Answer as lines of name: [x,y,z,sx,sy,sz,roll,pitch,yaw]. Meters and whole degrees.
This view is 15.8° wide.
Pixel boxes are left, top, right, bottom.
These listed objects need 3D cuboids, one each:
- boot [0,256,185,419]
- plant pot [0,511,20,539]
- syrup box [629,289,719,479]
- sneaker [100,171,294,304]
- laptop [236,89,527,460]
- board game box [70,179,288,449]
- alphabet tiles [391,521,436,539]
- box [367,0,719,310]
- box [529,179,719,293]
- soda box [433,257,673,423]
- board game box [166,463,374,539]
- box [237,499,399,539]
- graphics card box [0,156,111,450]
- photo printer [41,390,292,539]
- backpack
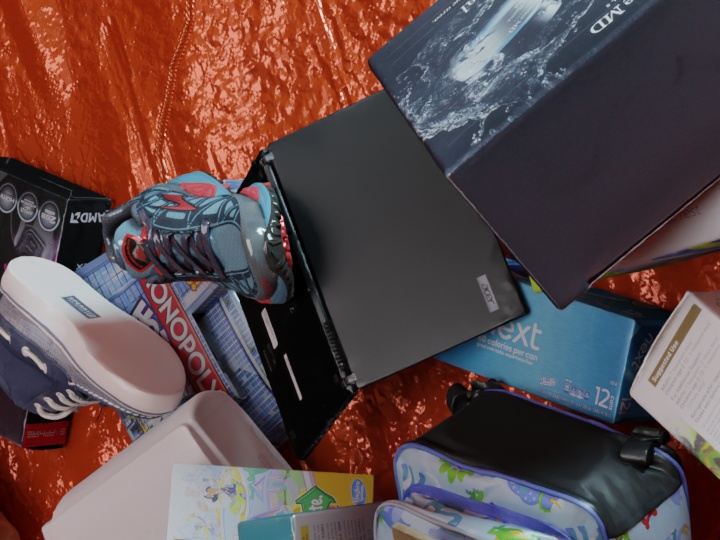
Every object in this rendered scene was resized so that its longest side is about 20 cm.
boot: [-0.195,0.074,1.834,0.200,0.073,0.091,39,122,44]
plant pot: [-0.368,0.195,2.004,0.183,0.200,0.201,39,116,21]
syrup box: [0.258,0.098,1.497,0.200,0.079,0.082,43,118,33]
sneaker: [-0.110,-0.012,1.680,0.200,0.095,0.080,13,117,65]
laptop: [0.000,0.000,1.689,0.178,0.103,0.200,69,155,19]
board game box: [-0.112,0.037,1.839,0.200,0.062,0.200,-45,62,34]
alphabet tiles: [0.072,0.235,1.501,0.167,0.008,0.200,22,138,37]
box: [0.131,-0.113,1.482,0.197,0.117,0.200,-40,27,5]
box: [0.206,-0.036,1.512,0.200,0.122,0.048,-17,85,42]
soda box: [0.108,0.036,1.640,0.200,0.064,0.068,19,103,40]
board game box: [-0.062,0.229,1.677,0.134,0.034,0.201,3,71,0]
box: [0.010,0.187,1.639,0.049,0.200,0.083,-11,84,39]
graphics card box: [-0.263,0.023,1.981,0.125,0.051,0.201,23,105,39]
photo printer: [-0.122,0.195,1.813,0.200,0.069,0.167,-36,94,36]
backpack: [0.104,0.196,1.568,0.183,0.147,0.200,15,127,42]
